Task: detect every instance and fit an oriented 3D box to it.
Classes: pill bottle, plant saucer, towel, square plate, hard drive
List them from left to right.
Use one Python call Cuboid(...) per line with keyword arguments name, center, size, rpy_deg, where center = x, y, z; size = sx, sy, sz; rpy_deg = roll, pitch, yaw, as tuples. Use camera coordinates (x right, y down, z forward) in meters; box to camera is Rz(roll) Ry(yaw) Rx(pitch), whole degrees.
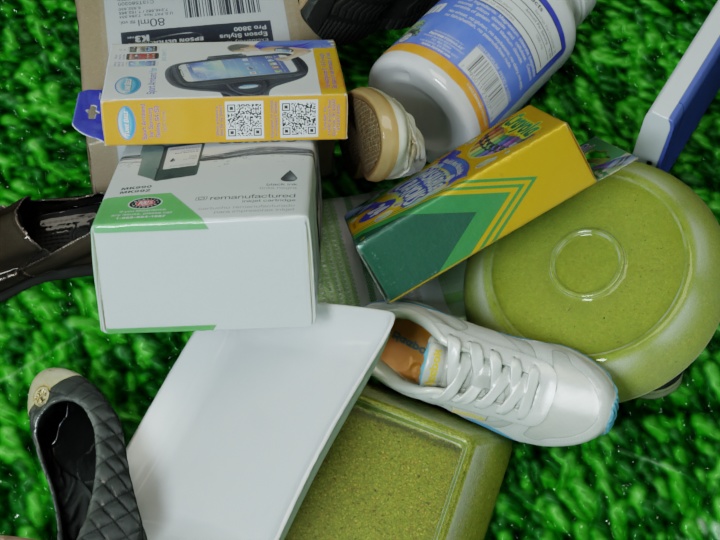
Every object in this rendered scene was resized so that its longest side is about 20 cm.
Cuboid(name="square plate", center=(-0.079, 0.108, 0.964), size=(0.199, 0.028, 0.199), rpy_deg=(6, 61, 49))
Cuboid(name="plant saucer", center=(-0.009, 0.160, 0.981), size=(0.199, 0.048, 0.200), rpy_deg=(20, 63, 2))
Cuboid(name="towel", center=(0.000, 0.000, 1.106), size=(0.199, 0.031, 0.150), rpy_deg=(-11, 61, -10))
Cuboid(name="pill bottle", center=(0.107, -0.187, 1.179), size=(0.112, 0.112, 0.200), rpy_deg=(35, 62, 17))
Cuboid(name="plant saucer", center=(0.169, 0.000, 1.048), size=(0.199, 0.031, 0.201), rpy_deg=(-8, 64, 16))
Cuboid(name="hard drive", center=(0.271, -0.151, 1.155), size=(0.025, 0.132, 0.200), rpy_deg=(28, 61, 14))

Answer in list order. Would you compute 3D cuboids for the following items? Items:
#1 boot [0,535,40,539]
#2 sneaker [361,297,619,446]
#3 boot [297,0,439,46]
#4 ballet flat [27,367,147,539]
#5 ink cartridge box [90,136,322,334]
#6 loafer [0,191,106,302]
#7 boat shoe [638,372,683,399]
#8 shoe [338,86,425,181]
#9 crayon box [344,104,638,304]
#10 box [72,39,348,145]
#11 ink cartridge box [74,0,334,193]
Cuboid(name="boot", center=(-0.294, 0.249, 0.921), size=(0.199, 0.077, 0.156), rpy_deg=(8, 62, -7))
Cuboid(name="sneaker", center=(0.081, 0.075, 0.996), size=(0.199, 0.081, 0.077), rpy_deg=(17, 96, 20))
Cuboid(name="boot", center=(-0.022, -0.265, 1.195), size=(0.138, 0.077, 0.200), rpy_deg=(50, 27, 13))
Cuboid(name="ballet flat", center=(-0.194, 0.134, 0.973), size=(0.067, 0.057, 0.200), rpy_deg=(-49, 44, 16))
Cuboid(name="ink cartridge box", center=(-0.102, -0.038, 1.012), size=(0.145, 0.085, 0.200), rpy_deg=(-3, 26, 1))
Cuboid(name="loafer", center=(-0.265, -0.026, 1.081), size=(0.199, 0.071, 0.073), rpy_deg=(-17, 61, -14))
Cuboid(name="boat shoe", center=(0.184, 0.004, 1.094), size=(0.071, 0.066, 0.201), rpy_deg=(-19, 62, -15))
Cuboid(name="shoe", center=(0.019, -0.103, 1.067), size=(0.053, 0.200, 0.070), rpy_deg=(-12, 94, -6))
Cuboid(name="crayon box", center=(0.088, -0.059, 1.029), size=(0.199, 0.126, 0.052), rpy_deg=(-30, 103, 2))
Cuboid(name="box", center=(-0.112, -0.134, 1.059), size=(0.199, 0.042, 0.119), rpy_deg=(-1, 28, -6))
Cuboid(name="ink cartridge box", center=(-0.128, -0.155, 1.167), size=(0.199, 0.075, 0.166), rpy_deg=(-7, 58, -9))
